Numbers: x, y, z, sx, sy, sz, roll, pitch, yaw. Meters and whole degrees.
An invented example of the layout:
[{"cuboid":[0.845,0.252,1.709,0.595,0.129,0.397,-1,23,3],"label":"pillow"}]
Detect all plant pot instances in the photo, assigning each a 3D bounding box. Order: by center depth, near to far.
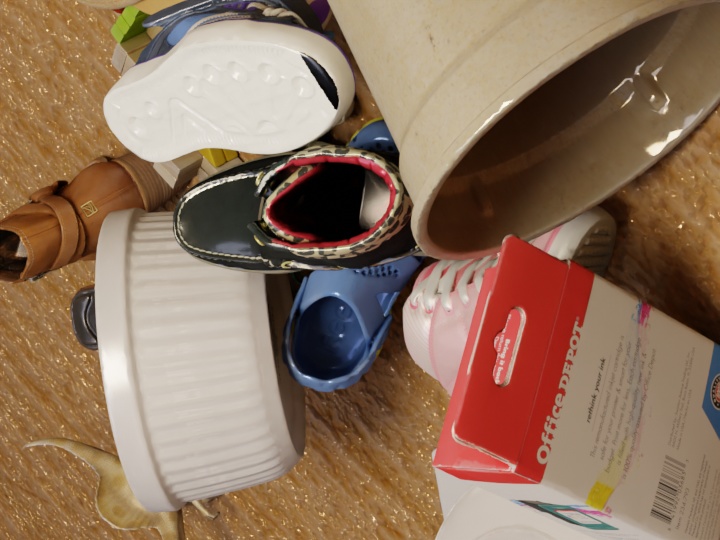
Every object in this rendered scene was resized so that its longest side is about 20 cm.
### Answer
[{"cuboid":[0.067,-0.138,0.880,0.184,0.200,0.201,58,146,19],"label":"plant pot"}]

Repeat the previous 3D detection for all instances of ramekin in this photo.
[{"cuboid":[-0.099,0.054,1.156,0.105,0.200,0.201,-7,119,4],"label":"ramekin"}]

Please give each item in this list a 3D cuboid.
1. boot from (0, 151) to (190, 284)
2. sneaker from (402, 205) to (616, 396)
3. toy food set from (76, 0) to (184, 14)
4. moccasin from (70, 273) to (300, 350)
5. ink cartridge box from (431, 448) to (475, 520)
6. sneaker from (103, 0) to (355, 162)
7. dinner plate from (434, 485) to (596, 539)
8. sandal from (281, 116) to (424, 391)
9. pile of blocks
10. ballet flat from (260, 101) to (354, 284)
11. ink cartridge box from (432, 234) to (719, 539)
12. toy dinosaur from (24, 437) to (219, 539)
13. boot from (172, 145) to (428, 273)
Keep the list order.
[{"cuboid":[-0.227,-0.025,1.323,0.200,0.155,0.077,-18,103,54],"label":"boot"},{"cuboid":[0.079,0.014,1.055,0.105,0.075,0.201,38,145,17],"label":"sneaker"},{"cuboid":[-0.168,-0.268,1.136,0.200,0.049,0.199,18,117,38],"label":"toy food set"},{"cuboid":[-0.121,0.027,1.310,0.201,0.078,0.074,-14,89,34],"label":"moccasin"},{"cuboid":[0.145,0.167,1.100,0.200,0.068,0.116,14,125,44],"label":"ink cartridge box"},{"cuboid":[-0.047,-0.133,1.003,0.200,0.147,0.081,-8,122,48],"label":"sneaker"},{"cuboid":[0.105,0.219,1.056,0.200,0.024,0.201,5,97,47],"label":"dinner plate"},{"cuboid":[0.000,0.000,1.099,0.079,0.087,0.201,19,117,6],"label":"sandal"},{"cuboid":[-0.136,-0.139,1.209,0.082,0.062,0.201,-4,113,51],"label":"pile of blocks"},{"cuboid":[-0.032,-0.076,1.139,0.072,0.068,0.201,-4,115,29],"label":"ballet flat"},{"cuboid":[0.115,0.070,0.937,0.200,0.117,0.067,28,161,-33],"label":"ink cartridge box"},{"cuboid":[-0.185,0.174,1.471,0.200,0.101,0.058,40,142,22],"label":"toy dinosaur"},{"cuboid":[-0.039,-0.037,0.989,0.203,0.154,0.074,-1,89,21],"label":"boot"}]
